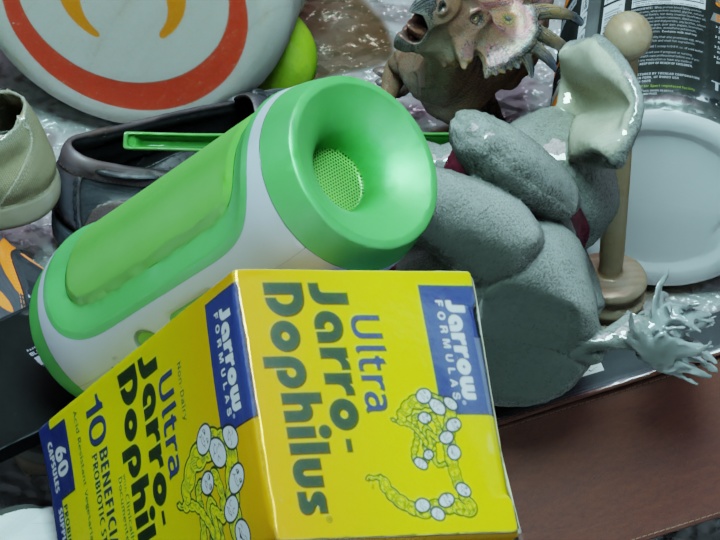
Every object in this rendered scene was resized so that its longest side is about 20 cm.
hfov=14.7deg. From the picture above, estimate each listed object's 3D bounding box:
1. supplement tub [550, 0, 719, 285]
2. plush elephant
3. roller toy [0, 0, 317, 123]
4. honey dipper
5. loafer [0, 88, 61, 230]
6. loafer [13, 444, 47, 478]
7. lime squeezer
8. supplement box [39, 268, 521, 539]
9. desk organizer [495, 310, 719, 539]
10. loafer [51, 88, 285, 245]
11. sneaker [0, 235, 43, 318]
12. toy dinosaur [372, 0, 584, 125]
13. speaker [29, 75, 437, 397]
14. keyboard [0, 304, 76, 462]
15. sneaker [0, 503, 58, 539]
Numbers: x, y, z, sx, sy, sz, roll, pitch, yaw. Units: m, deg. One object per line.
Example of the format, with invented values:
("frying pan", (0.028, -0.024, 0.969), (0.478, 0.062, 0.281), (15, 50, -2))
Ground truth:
("supplement tub", (0.161, -0.097, 1.454), (0.122, 0.123, 0.200), (6, 40, 6))
("plush elephant", (0.061, -0.022, 1.259), (0.199, 0.165, 0.155), (8, 36, -6))
("roller toy", (-0.111, -0.187, 1.503), (0.182, 0.201, 0.140), (4, 39, 13))
("honey dipper", (0.124, -0.039, 1.325), (0.038, 0.201, 0.038), (1, 41, -1))
("loafer", (-0.244, -0.049, 1.361), (0.199, 0.068, 0.076), (-14, 40, -25))
("loafer", (-0.069, 0.065, 1.314), (0.199, 0.063, 0.072), (-18, 49, -12))
("lime squeezer", (-0.014, -0.068, 1.398), (0.199, 0.071, 0.038), (2, 74, 21))
("supplement box", (-0.039, 0.084, 1.122), (0.109, 0.200, 0.109), (0, 69, -30))
("desk organizer", (0.156, 0.069, 1.292), (0.199, 0.077, 0.072), (-17, 10, 1))
("loafer", (-0.067, -0.061, 1.453), (0.199, 0.063, 0.072), (-18, 44, -20))
("sneaker", (-0.224, 0.040, 1.299), (0.112, 0.078, 0.200), (44, 40, 8))
("toy dinosaur", (0.066, -0.123, 1.447), (0.086, 0.136, 0.200), (30, 31, -2))
("speaker", (-0.057, -0.008, 1.150), (0.088, 0.200, 0.089), (17, 60, -32))
("keyboard", (-0.124, 0.055, 1.261), (0.200, 0.040, 0.104), (-26, 47, -32))
("sneaker", (-0.103, 0.139, 1.228), (0.199, 0.080, 0.087), (-22, 70, -29))
